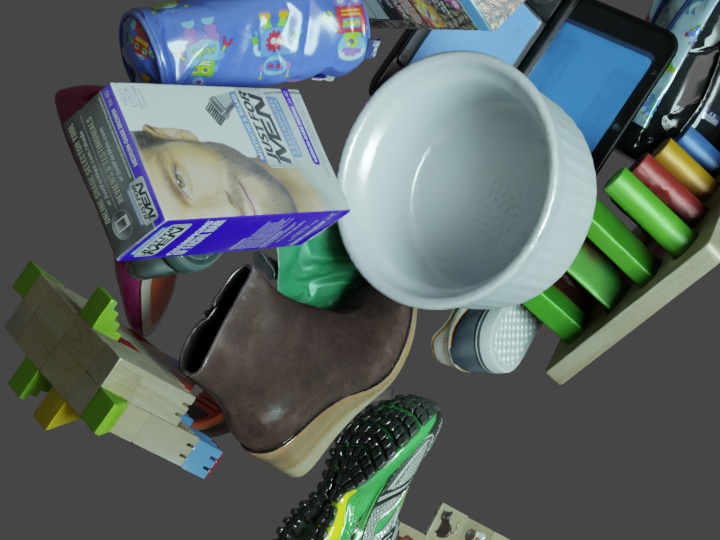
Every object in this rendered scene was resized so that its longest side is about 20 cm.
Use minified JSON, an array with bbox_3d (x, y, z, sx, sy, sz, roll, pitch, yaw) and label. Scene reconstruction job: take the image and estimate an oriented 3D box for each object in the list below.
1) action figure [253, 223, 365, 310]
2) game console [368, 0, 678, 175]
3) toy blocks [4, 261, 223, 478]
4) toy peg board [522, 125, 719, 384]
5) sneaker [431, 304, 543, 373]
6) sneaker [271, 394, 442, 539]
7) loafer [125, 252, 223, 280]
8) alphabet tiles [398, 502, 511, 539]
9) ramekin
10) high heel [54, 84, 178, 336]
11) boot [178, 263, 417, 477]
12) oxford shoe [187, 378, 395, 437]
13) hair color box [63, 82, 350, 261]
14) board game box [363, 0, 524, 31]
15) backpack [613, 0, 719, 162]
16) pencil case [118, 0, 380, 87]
[{"bbox_3d":[0.000,0.000,1.288,0.199,0.055,0.119,-9,117,-38],"label":"action figure"},{"bbox_3d":[0.138,-0.174,1.304,0.176,0.116,0.200,39,79,-28],"label":"game console"},{"bbox_3d":[-0.176,0.081,1.151,0.137,0.200,0.100,34,91,-41],"label":"toy blocks"},{"bbox_3d":[0.222,-0.039,1.285,0.098,0.200,0.199,42,40,-5],"label":"toy peg board"},{"bbox_3d":[0.132,0.020,1.363,0.200,0.079,0.079,-41,119,-44],"label":"sneaker"},{"bbox_3d":[0.006,0.195,1.328,0.085,0.078,0.200,37,90,-35],"label":"sneaker"},{"bbox_3d":[-0.116,-0.049,1.193,0.072,0.063,0.200,60,33,-9],"label":"loafer"},{"bbox_3d":[0.064,0.322,1.411,0.166,0.006,0.201,31,84,-28],"label":"alphabet tiles"},{"bbox_3d":[0.087,-0.063,1.203,0.098,0.200,0.201,14,92,-54],"label":"ramekin"},{"bbox_3d":[-0.192,-0.047,1.201,0.067,0.096,0.201,-39,138,-61],"label":"high heel"},{"bbox_3d":[-0.041,0.046,1.173,0.200,0.072,0.167,-57,137,-22],"label":"boot"},{"bbox_3d":[-0.053,0.110,1.278,0.199,0.071,0.073,-18,112,-25],"label":"oxford shoe"},{"bbox_3d":[-0.107,-0.073,1.110,0.200,0.065,0.110,-8,69,-50],"label":"hair color box"},{"bbox_3d":[0.041,-0.278,1.186,0.097,0.200,0.160,-45,116,-14],"label":"board game box"},{"bbox_3d":[0.318,-0.186,1.395,0.163,0.154,0.201,18,112,-27],"label":"backpack"},{"bbox_3d":[-0.088,-0.179,1.205,0.199,0.078,0.087,-14,113,-25],"label":"pencil case"}]
